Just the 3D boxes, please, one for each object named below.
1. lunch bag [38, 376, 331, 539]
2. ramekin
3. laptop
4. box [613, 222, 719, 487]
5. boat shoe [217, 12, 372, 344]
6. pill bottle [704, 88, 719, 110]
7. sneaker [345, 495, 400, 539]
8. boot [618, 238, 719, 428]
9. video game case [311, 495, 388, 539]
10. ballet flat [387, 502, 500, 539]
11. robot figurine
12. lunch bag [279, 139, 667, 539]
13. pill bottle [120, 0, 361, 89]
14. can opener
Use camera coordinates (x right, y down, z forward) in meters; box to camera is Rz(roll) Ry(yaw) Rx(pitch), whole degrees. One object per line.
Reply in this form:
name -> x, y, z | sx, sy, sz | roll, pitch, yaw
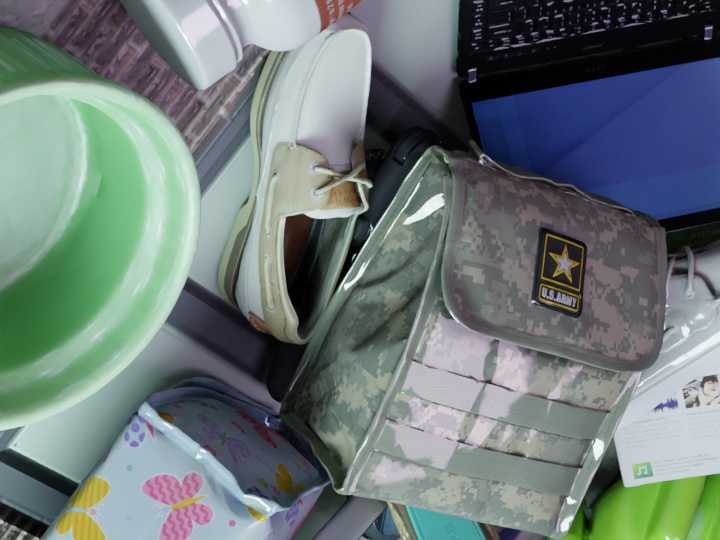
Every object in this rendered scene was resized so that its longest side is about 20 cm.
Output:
lunch bag -> -0.112, 0.159, 1.331 | 0.170, 0.127, 0.200 | -54, 169, 9
ramekin -> -0.190, -0.027, 1.157 | 0.199, 0.098, 0.201 | -21, 130, -28
laptop -> 0.155, -0.126, 1.340 | 0.176, 0.103, 0.201 | -11, 132, -14
box -> 0.224, 0.044, 1.465 | 0.144, 0.036, 0.201 | -9, 122, 10
boat shoe -> -0.025, -0.053, 1.299 | 0.074, 0.068, 0.201 | -8, 123, -36
pill bottle -> 0.237, -0.044, 1.494 | 0.111, 0.112, 0.201 | -18, 128, -30
sneaker -> 0.072, 0.103, 1.470 | 0.200, 0.095, 0.079 | -50, 135, -1
boot -> 0.185, 0.015, 1.379 | 0.095, 0.074, 0.200 | 35, 117, -27
video game case -> -0.067, 0.224, 1.384 | 0.182, 0.023, 0.200 | -51, 175, 24
ballet flat -> 0.034, 0.123, 1.417 | 0.070, 0.201, 0.065 | -17, 163, -5
robot figurine -> 0.220, 0.196, 1.611 | 0.200, 0.175, 0.116 | 121, -10, -67
lunch bag -> 0.076, 0.036, 1.296 | 0.163, 0.118, 0.201 | 16, 106, -31
pill bottle -> -0.029, -0.186, 1.169 | 0.200, 0.112, 0.112 | -39, 136, -12
can opener -> 0.000, 0.000, 1.365 | 0.063, 0.079, 0.200 | 12, 120, -49
